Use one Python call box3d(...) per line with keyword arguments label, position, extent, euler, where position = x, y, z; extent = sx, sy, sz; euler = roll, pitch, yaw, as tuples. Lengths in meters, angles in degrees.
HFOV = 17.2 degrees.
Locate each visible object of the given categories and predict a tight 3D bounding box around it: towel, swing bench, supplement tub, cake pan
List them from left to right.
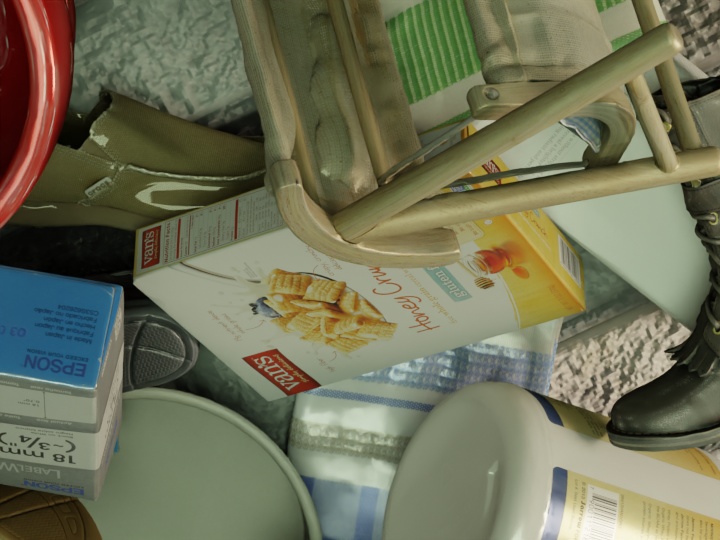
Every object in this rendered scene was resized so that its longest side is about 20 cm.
box3d(label="cake pan", position=(-0.119, 0.156, 1.371), extent=(0.200, 0.037, 0.201), euler=(1, 106, 4))
box3d(label="towel", position=(0.036, 0.073, 1.363), extent=(0.147, 0.024, 0.200), euler=(10, 108, -4))
box3d(label="swing bench", position=(0.042, -0.122, 1.130), extent=(0.200, 0.199, 0.130), euler=(-19, 151, 9))
box3d(label="towel", position=(0.058, -0.173, 1.235), extent=(0.152, 0.023, 0.200), euler=(-26, 76, 7))
box3d(label="supplement tub", position=(0.128, 0.154, 1.311), extent=(0.200, 0.144, 0.145), euler=(20, 108, -26))

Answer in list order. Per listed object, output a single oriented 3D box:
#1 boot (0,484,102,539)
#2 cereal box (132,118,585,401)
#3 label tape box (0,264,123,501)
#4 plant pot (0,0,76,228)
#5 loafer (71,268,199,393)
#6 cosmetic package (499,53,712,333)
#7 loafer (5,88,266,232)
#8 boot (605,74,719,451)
box3d(label="boot", position=(-0.235, 0.174, 1.332), extent=(0.200, 0.072, 0.155), euler=(25, 112, 28))
box3d(label="cereal box", position=(0.000, 0.000, 1.259), extent=(0.200, 0.040, 0.144), euler=(-18, 142, 24))
box3d(label="label tape box", position=(-0.199, 0.068, 1.234), extent=(0.144, 0.063, 0.200), euler=(10, 151, 0))
box3d(label="plant pot", position=(-0.230, -0.109, 1.144), extent=(0.200, 0.183, 0.201), euler=(1, 105, 3))
box3d(label="loafer", position=(-0.183, 0.038, 1.332), extent=(0.200, 0.063, 0.072), euler=(-7, 127, 12))
box3d(label="cosmetic package", position=(0.161, -0.056, 1.295), extent=(0.200, 0.081, 0.113), euler=(38, 104, -14))
box3d(label="loafer", position=(-0.123, -0.060, 1.288), extent=(0.200, 0.076, 0.068), euler=(-2, 115, -1))
box3d(label="boot", position=(0.187, -0.016, 1.237), extent=(0.200, 0.069, 0.174), euler=(-29, 106, 0))
